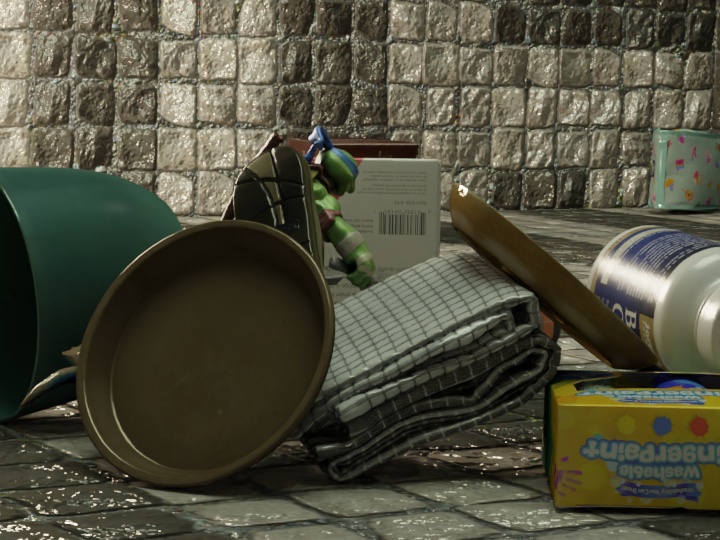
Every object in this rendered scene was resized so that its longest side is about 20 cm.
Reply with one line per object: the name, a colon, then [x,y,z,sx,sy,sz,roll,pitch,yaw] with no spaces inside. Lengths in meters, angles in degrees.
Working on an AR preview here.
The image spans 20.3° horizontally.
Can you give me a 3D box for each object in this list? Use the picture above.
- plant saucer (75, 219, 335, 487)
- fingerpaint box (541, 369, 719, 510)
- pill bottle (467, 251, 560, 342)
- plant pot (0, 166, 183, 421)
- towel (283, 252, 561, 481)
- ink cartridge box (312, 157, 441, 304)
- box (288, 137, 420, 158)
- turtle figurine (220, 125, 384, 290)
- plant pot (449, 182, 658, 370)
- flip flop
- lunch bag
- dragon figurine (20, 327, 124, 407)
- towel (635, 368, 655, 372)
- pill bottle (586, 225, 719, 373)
plant saucer: [-0.105,0.059,1.400,0.198,0.202,0.029,4,-25,26]
fingerpaint box: [0.228,0.114,1.386,0.198,0.074,0.167,1,5,3]
pill bottle: [0.132,0.042,1.922,0.105,0.107,0.200,1,6,-5]
plant pot: [-0.231,0.010,1.625,0.160,0.203,0.200,-8,10,-33]
towel: [0.032,0.072,1.459,0.199,0.086,0.166,-27,18,-6]
ink cartridge box: [0.000,0.000,1.832,0.144,0.202,0.085,1,0,0]
box: [-0.013,-0.133,3.319,0.163,0.168,0.200,-2,7,-21]
turtle figurine: [-0.055,0.009,1.573,0.193,0.201,0.144,-35,46,-24]
plant pot: [0.135,0.011,1.484,0.200,0.028,0.200,42,-1,1]
flip flop: [-0.058,0.000,1.467,0.080,0.201,0.058,-16,-40,17]
lunch bag: [0.661,-0.207,4.163,0.121,0.172,0.199,7,5,38]
dragon figurine: [-0.171,0.092,1.495,0.058,0.100,0.200,-22,6,21]
towel: [0.286,0.108,1.616,0.146,0.050,0.200,7,10,23]
pill bottle: [0.263,0.032,1.567,0.110,0.112,0.200,-1,9,-18]
